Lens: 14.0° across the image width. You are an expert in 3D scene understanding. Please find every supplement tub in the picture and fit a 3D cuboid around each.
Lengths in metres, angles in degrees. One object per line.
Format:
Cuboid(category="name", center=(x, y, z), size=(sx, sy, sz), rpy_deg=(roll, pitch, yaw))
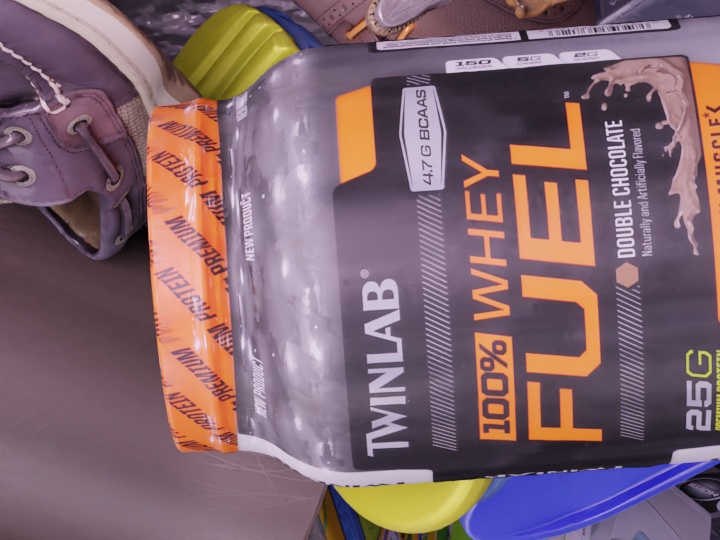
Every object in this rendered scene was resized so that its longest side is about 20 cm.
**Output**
Cuboid(category="supplement tub", center=(0.045, -0.005, 0.805), size=(0.199, 0.123, 0.123), rpy_deg=(-5, 153, 1))

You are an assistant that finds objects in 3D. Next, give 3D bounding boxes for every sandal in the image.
Cuboid(category="sandal", center=(0.000, 0.000, 0.936), size=(0.079, 0.201, 0.087), rpy_deg=(-42, 152, 26))

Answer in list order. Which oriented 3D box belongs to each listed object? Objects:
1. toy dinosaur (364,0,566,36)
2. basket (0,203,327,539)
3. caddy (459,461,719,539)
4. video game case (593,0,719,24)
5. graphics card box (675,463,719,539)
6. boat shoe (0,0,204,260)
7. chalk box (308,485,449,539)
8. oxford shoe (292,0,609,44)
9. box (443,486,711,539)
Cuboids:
Cuboid(category="toy dinosaur", center=(0.099, -0.100, 0.793), size=(0.199, 0.061, 0.106), rpy_deg=(-4, 179, 0))
Cuboid(category="basket", center=(-0.112, 0.035, 0.976), size=(0.199, 0.137, 0.180), rpy_deg=(20, 177, -11))
Cuboid(category="caddy", center=(0.081, 0.008, 1.060), size=(0.199, 0.105, 0.141), rpy_deg=(-27, 144, 12))
Cuboid(category="video game case", center=(0.193, -0.100, 0.915), size=(0.142, 0.019, 0.200), rpy_deg=(25, 139, -35))
Cuboid(category="graphics card box", center=(0.100, 0.098, 1.307), size=(0.125, 0.051, 0.200), rpy_deg=(24, 146, -33))
Cuboid(category="boat shoe", center=(-0.096, -0.049, 0.838), size=(0.072, 0.065, 0.200), rpy_deg=(28, 176, 20))
Cuboid(category="chalk box", center=(-0.046, 0.099, 1.154), size=(0.124, 0.124, 0.201), rpy_deg=(-7, 117, 20))
Cuboid(category="oxford shoe", center=(0.023, -0.085, 0.933), size=(0.199, 0.073, 0.071), rpy_deg=(19, 150, -26))
Cuboid(category="box", center=(0.035, 0.178, 1.227), size=(0.199, 0.177, 0.097), rpy_deg=(-18, 141, 36))
